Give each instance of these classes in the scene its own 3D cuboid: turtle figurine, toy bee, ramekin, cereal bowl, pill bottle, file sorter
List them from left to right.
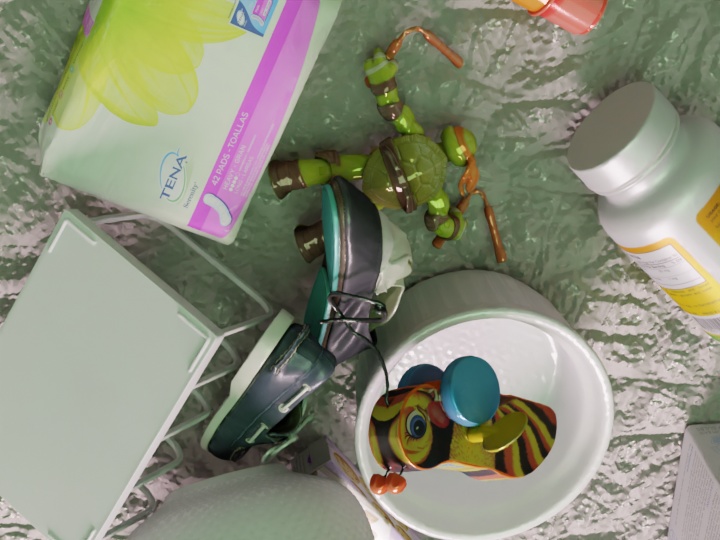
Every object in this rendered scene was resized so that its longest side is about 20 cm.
[{"bbox_3d":[-0.173,0.073,0.983,0.138,0.124,0.201,37,109,13],"label":"file sorter"},{"bbox_3d":[-0.091,0.197,1.028,0.197,0.200,0.085,-16,78,0],"label":"cereal bowl"},{"bbox_3d":[0.024,-0.061,0.997,0.159,0.065,0.202,-22,120,5],"label":"turtle figurine"},{"bbox_3d":[0.044,0.111,0.949,0.197,0.131,0.110,21,68,-10],"label":"toy bee"},{"bbox_3d":[0.087,0.099,1.065,0.197,0.098,0.203,-3,115,-7],"label":"ramekin"},{"bbox_3d":[0.245,-0.042,1.012,0.111,0.111,0.200,-43,113,13],"label":"pill bottle"}]

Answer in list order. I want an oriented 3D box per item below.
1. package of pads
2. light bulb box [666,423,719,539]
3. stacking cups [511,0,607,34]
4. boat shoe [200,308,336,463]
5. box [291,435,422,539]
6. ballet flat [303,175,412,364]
[{"bbox_3d":[-0.122,-0.133,0.941,0.153,0.068,0.202,20,111,-17],"label":"package of pads"},{"bbox_3d":[0.376,0.226,1.110,0.195,0.201,0.127,-3,117,-7],"label":"light bulb box"},{"bbox_3d":[0.080,-0.218,0.933,0.198,0.061,0.061,27,109,-19],"label":"stacking cups"},{"bbox_3d":[-0.066,0.098,1.015,0.061,0.075,0.201,35,141,3],"label":"boat shoe"},{"bbox_3d":[0.017,0.220,1.146,0.038,0.042,0.200,-35,114,10],"label":"box"},{"bbox_3d":[0.000,0.000,0.961,0.072,0.074,0.201,0,146,-8],"label":"ballet flat"}]
